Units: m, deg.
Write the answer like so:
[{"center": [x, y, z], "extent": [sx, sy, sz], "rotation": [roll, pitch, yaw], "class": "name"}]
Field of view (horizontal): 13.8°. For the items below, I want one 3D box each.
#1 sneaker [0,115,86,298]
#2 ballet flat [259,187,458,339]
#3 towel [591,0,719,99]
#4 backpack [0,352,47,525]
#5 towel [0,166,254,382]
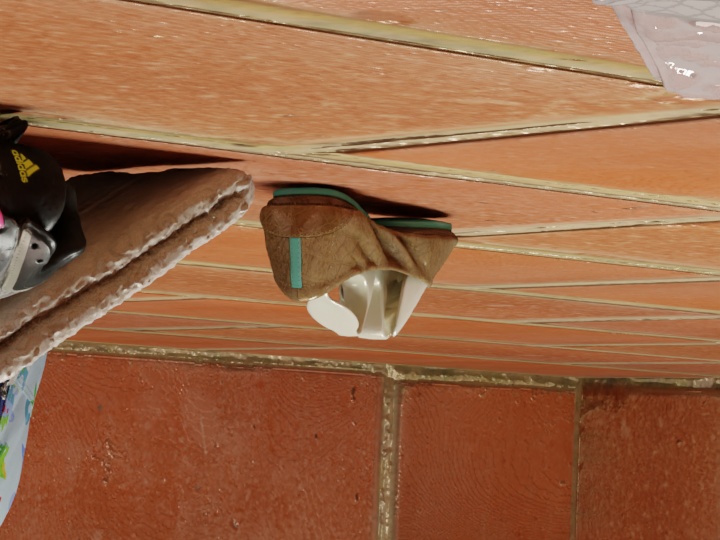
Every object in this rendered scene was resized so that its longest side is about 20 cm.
[{"center": [-0.172, -0.035, 1.250], "extent": [0.087, 0.074, 0.200], "rotation": [-20, 159, 8], "class": "sneaker"}, {"center": [0.000, 0.000, 1.617], "extent": [0.067, 0.073, 0.200], "rotation": [0, 176, 19], "class": "ballet flat"}, {"center": [0.168, -0.069, 0.808], "extent": [0.199, 0.032, 0.191], "rotation": [2, 176, 15], "class": "towel"}, {"center": [-0.259, 0.047, 1.531], "extent": [0.182, 0.201, 0.147], "rotation": [4, 157, 5], "class": "backpack"}, {"center": [-0.153, 0.003, 1.417], "extent": [0.132, 0.035, 0.200], "rotation": [0, -154, 45], "class": "towel"}]
